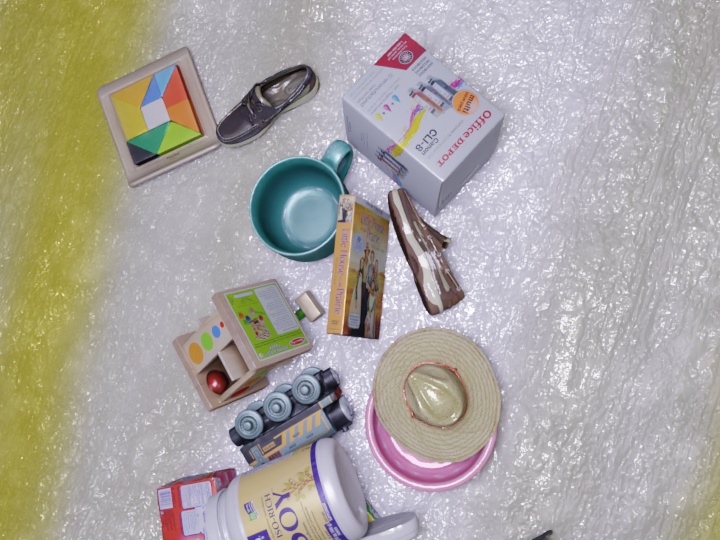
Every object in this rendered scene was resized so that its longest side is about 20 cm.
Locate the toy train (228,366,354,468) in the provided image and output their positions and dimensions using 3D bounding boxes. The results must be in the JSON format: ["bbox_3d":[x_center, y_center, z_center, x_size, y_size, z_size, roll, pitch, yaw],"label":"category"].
[{"bbox_3d":[-0.105,0.234,1.079,0.198,0.085,0.115,-32,89,6],"label":"toy train"}]

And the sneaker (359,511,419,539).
[{"bbox_3d":[0.014,0.432,0.997,0.198,0.074,0.117,-28,83,14],"label":"sneaker"}]

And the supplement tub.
[{"bbox_3d":[-0.102,0.339,0.984,0.198,0.145,0.147,-25,80,6],"label":"supplement tub"}]

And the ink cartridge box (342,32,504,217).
[{"bbox_3d":[0.093,-0.214,1.050,0.200,0.145,0.145,42,80,11],"label":"ink cartridge box"}]

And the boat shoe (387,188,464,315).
[{"bbox_3d":[0.105,-0.037,1.081,0.074,0.075,0.205,-20,88,-4],"label":"boat shoe"}]

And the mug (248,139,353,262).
[{"bbox_3d":[-0.072,-0.097,1.092,0.183,0.114,0.154,-23,80,6],"label":"mug"}]

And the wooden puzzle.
[{"bbox_3d":[-0.352,-0.268,1.201,0.183,0.037,0.202,-22,80,7],"label":"wooden puzzle"}]

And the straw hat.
[{"bbox_3d":[0.107,0.178,0.991,0.198,0.085,0.205,-1,84,10],"label":"straw hat"}]

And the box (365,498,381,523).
[{"bbox_3d":[-0.043,0.380,1.066,0.117,0.048,0.200,-43,77,3],"label":"box"}]

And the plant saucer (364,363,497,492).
[{"bbox_3d":[0.107,0.227,1.055,0.197,0.051,0.204,-1,84,9],"label":"plant saucer"}]

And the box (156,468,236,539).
[{"bbox_3d":[-0.237,0.419,1.070,0.098,0.095,0.203,-13,82,9],"label":"box"}]

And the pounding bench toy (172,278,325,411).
[{"bbox_3d":[-0.162,0.110,1.087,0.156,0.199,0.125,-42,74,35],"label":"pounding bench toy"}]

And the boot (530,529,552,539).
[{"bbox_3d":[0.252,0.489,0.989,0.137,0.077,0.202,-24,81,2],"label":"boot"}]

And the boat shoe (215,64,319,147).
[{"bbox_3d":[-0.161,-0.280,1.152,0.199,0.065,0.074,-36,76,1],"label":"boat shoe"}]

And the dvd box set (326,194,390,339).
[{"bbox_3d":[0.000,0.000,1.051,0.029,0.146,0.203,3,83,23],"label":"dvd box set"}]
